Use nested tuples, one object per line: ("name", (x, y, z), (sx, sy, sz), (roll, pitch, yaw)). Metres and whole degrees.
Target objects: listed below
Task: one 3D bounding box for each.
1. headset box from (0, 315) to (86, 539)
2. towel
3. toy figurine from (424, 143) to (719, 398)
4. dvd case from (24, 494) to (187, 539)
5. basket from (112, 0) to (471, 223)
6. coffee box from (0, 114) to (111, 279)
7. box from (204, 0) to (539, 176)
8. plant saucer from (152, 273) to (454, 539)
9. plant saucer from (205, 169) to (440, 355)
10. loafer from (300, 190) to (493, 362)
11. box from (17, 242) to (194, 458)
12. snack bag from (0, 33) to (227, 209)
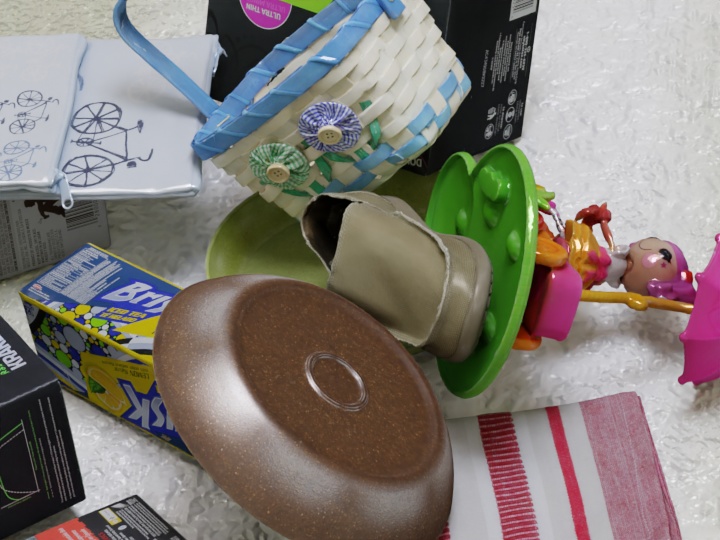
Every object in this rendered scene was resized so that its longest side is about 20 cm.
("headset box", (-0.291, 0.099, 1.430), (0.199, 0.093, 0.174), (-24, 37, -22))
("towel", (0.077, 0.130, 1.412), (0.198, 0.023, 0.144), (-8, 37, -2))
("toy figurine", (0.148, 0.007, 1.482), (0.183, 0.151, 0.200), (11, 18, -17))
("dvd case", (-0.185, 0.188, 1.333), (0.199, 0.022, 0.146), (-21, 21, -20))
("basket", (-0.041, -0.140, 1.549), (0.200, 0.176, 0.139), (47, 40, -6))
("coffee box", (-0.280, -0.047, 1.632), (0.199, 0.080, 0.113), (-17, 40, -16))
("box", (0.007, -0.173, 1.682), (0.199, 0.150, 0.124), (21, 26, 30))
("plant saucer", (-0.021, 0.071, 1.362), (0.200, 0.037, 0.201), (28, 35, -21))
("plant saucer", (0.000, 0.000, 1.579), (0.198, 0.031, 0.201), (-3, 37, 2))
("loafer", (0.017, 0.001, 1.461), (0.067, 0.077, 0.200), (9, 10, -23))
("box", (-0.114, 0.056, 1.481), (0.199, 0.070, 0.064), (25, 50, 37))
("snack bag", (-0.193, -0.103, 1.614), (0.198, 0.022, 0.189), (0, 37, 2))
